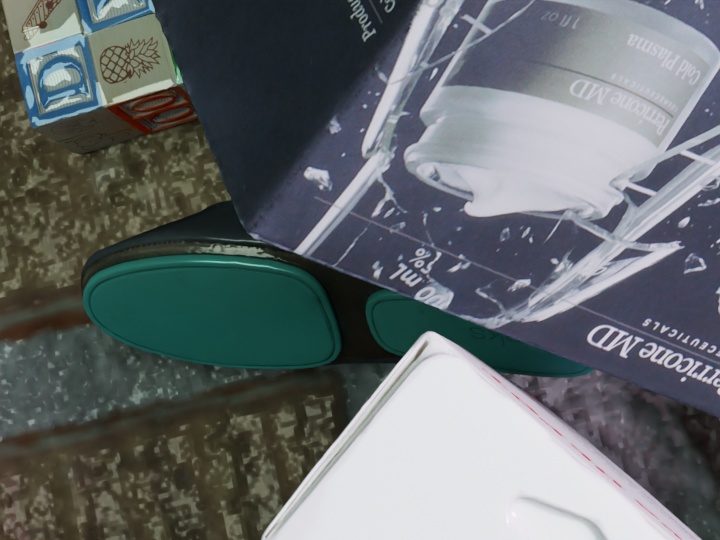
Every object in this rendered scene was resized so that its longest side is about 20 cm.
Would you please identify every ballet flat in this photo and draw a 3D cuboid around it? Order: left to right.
[{"bbox_3d":[0.000,0.000,0.795,0.199,0.073,0.073,3,83,15],"label":"ballet flat"}]

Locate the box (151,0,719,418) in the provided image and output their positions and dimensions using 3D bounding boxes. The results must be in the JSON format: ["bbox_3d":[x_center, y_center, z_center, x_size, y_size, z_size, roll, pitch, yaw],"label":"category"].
[{"bbox_3d":[0.082,-0.086,0.635,0.197,0.200,0.124,-50,39,25],"label":"box"}]

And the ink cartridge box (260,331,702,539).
[{"bbox_3d":[0.064,0.104,0.696,0.145,0.200,0.084,41,92,13],"label":"ink cartridge box"}]

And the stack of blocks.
[{"bbox_3d":[-0.085,-0.158,0.832,0.115,0.059,0.201,-16,80,8],"label":"stack of blocks"}]
